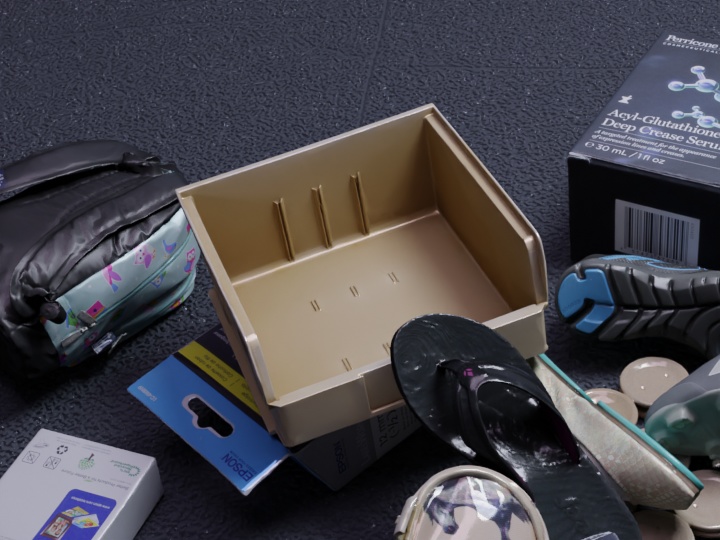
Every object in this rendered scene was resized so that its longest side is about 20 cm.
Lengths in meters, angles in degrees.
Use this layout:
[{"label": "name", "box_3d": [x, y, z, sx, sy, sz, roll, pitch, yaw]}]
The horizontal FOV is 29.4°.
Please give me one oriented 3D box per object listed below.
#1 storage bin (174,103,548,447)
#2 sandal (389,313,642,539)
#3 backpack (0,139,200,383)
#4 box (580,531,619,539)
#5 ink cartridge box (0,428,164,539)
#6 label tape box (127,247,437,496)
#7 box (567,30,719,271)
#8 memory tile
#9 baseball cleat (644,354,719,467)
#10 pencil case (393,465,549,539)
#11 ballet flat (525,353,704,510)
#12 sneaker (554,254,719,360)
[{"label": "storage bin", "box_3d": [0.000, 0.000, 0.931, 0.198, 0.095, 0.199, -19, 38, -11]}, {"label": "sandal", "box_3d": [0.099, 0.100, 0.822, 0.075, 0.048, 0.201, -40, 84, -19]}, {"label": "backpack", "box_3d": [-0.220, -0.011, 1.068, 0.199, 0.127, 0.167, -33, 56, -30]}, {"label": "box", "box_3d": [0.051, 0.252, 0.632, 0.194, 0.202, 0.124, -17, 41, -10]}, {"label": "ink cartridge box", "box_3d": [-0.218, 0.191, 0.886, 0.098, 0.040, 0.201, 11, 41, 22]}, {"label": "label tape box", "box_3d": [-0.041, 0.082, 0.970, 0.199, 0.067, 0.143, -35, 45, -26]}, {"label": "box", "box_3d": [0.271, -0.086, 1.087, 0.147, 0.108, 0.200, 15, 43, 27]}, {"label": "memory tile", "box_3d": [0.174, 0.138, 0.899, 0.199, 0.017, 0.153, -29, 43, -23]}, {"label": "baseball cleat", "box_3d": [0.271, 0.051, 0.875, 0.198, 0.070, 0.107, -24, 38, 26]}, {"label": "pencil case", "box_3d": [0.048, 0.164, 0.747, 0.088, 0.200, 0.079, 11, 69, 1]}, {"label": "ballet flat", "box_3d": [0.139, 0.109, 0.895, 0.062, 0.067, 0.200, -46, 42, -2]}, {"label": "sneaker", "box_3d": [0.242, 0.023, 0.984, 0.198, 0.074, 0.082, 16, 19, 13]}]
